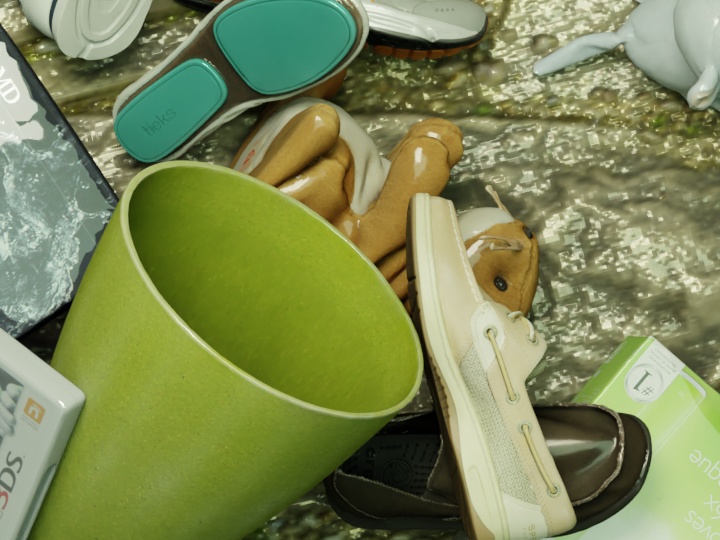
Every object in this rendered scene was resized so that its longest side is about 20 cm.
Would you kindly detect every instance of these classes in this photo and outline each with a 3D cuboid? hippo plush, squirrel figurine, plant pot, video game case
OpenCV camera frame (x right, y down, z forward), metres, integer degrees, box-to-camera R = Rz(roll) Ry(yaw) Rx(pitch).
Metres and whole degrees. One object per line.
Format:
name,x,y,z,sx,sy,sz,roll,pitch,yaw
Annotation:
hippo plush,0.229,-0.156,1.645,0.200,0.161,0.160,22,88,-4
squirrel figurine,0.000,0.000,1.657,0.187,0.142,0.200,35,101,-13
plant pot,-0.098,0.076,1.534,0.187,0.187,0.200,36,118,-3
video game case,-0.254,0.077,1.529,0.200,0.023,0.182,36,126,15

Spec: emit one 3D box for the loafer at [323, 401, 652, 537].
loafer,0.065,0.111,1.604,0.200,0.071,0.073,-9,64,20

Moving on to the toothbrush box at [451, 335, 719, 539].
toothbrush box,0.154,0.158,1.672,0.146,0.086,0.200,42,88,-2

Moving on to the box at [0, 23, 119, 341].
box,-0.256,-0.037,1.630,0.200,0.117,0.197,-34,92,-5

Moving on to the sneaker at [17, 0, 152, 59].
sneaker,-0.140,-0.223,1.638,0.076,0.080,0.200,19,107,-43

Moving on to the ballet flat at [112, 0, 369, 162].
ballet flat,-0.064,-0.125,1.625,0.200,0.069,0.070,-29,92,39

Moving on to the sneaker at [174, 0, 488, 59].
sneaker,-0.017,-0.185,1.673,0.200,0.076,0.092,15,84,-5

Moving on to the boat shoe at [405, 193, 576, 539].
boat shoe,0.069,0.051,1.553,0.065,0.072,0.200,-13,80,-3
